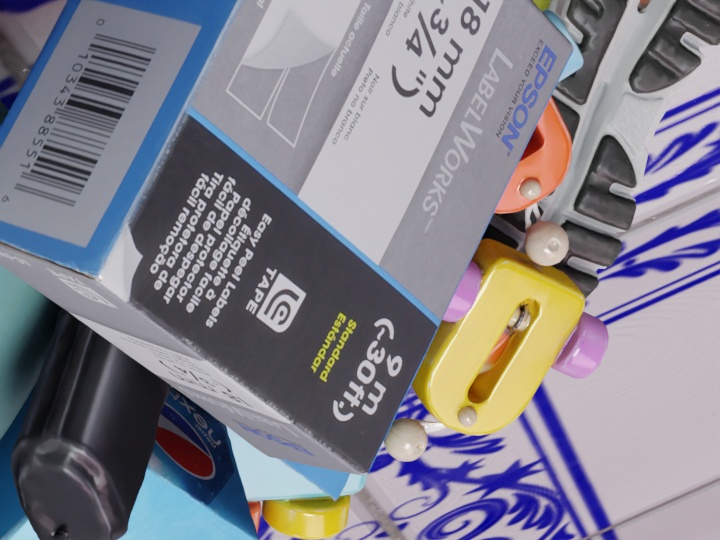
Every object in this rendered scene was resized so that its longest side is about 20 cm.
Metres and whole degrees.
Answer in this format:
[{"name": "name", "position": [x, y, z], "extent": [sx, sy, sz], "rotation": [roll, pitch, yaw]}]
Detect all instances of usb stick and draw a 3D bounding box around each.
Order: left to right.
[{"name": "usb stick", "position": [-0.065, -0.009, 0.812], "extent": [0.033, 0.200, 0.056], "rotation": [3, 142, 15]}]

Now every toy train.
[{"name": "toy train", "position": [0.000, 0.000, 0.914], "extent": [0.200, 0.056, 0.150], "rotation": [-36, 120, 0]}]

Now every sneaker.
[{"name": "sneaker", "position": [0.065, -0.054, 0.991], "extent": [0.078, 0.090, 0.200], "rotation": [35, 94, -19]}]

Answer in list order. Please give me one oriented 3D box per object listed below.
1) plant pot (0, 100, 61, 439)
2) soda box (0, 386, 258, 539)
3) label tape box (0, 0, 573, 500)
[{"name": "plant pot", "position": [-0.182, -0.001, 0.809], "extent": [0.161, 0.201, 0.201], "rotation": [-42, 155, 9]}, {"name": "soda box", "position": [-0.128, 0.116, 0.868], "extent": [0.200, 0.064, 0.068], "rotation": [-43, 123, 16]}, {"name": "label tape box", "position": [-0.006, -0.025, 0.768], "extent": [0.200, 0.063, 0.144], "rotation": [40, 72, -49]}]
